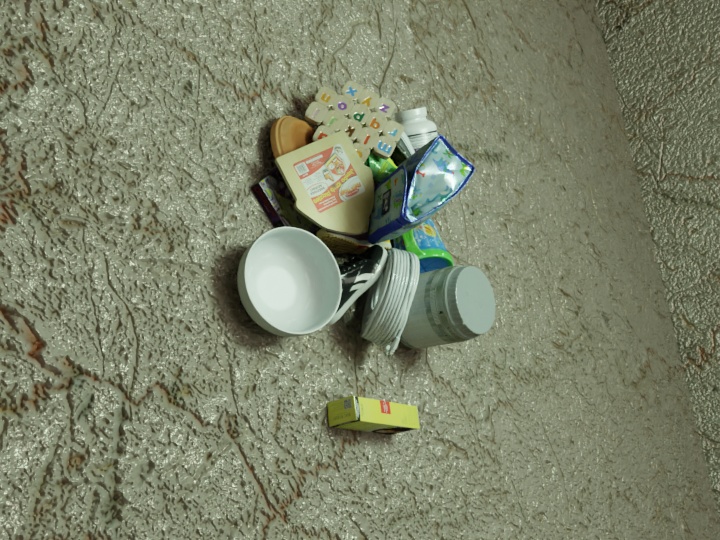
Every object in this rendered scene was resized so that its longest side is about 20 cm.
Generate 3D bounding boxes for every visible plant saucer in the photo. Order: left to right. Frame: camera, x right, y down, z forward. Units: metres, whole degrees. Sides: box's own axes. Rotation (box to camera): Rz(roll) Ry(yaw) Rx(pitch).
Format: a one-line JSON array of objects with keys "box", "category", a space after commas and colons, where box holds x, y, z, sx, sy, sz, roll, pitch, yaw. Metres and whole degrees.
[{"box": [-0.108, -0.228, 1.712, 0.200, 0.037, 0.201, 44, 34, -39], "category": "plant saucer"}]

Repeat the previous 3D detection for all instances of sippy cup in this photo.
[{"box": [0.131, -0.051, 1.897, 0.138, 0.178, 0.131, -2, 59, -18], "category": "sippy cup"}]

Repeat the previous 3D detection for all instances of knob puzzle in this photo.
[{"box": [-0.055, -0.157, 1.646, 0.218, 0.030, 0.222, 10, 69, -27], "category": "knob puzzle"}]

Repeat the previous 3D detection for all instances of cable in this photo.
[{"box": [0.057, 0.053, 1.698, 0.069, 0.202, 0.200, 17, 15, -8], "category": "cable"}]

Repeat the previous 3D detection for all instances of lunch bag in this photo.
[{"box": [0.102, -0.146, 1.649, 0.127, 0.170, 0.201, 40, 64, -9], "category": "lunch bag"}]

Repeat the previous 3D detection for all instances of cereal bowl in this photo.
[{"box": [-0.137, 0.026, 1.518, 0.199, 0.083, 0.202, 11, 70, -31], "category": "cereal bowl"}]

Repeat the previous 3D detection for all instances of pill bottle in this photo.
[{"box": [0.133, -0.279, 1.983, 0.112, 0.112, 0.202, -24, 106, -54], "category": "pill bottle"}]

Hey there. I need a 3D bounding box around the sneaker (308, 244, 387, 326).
[{"box": [-0.037, 0.001, 1.630, 0.200, 0.073, 0.112, -50, 120, -17], "category": "sneaker"}]

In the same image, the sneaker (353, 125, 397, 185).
[{"box": [0.035, -0.210, 1.774, 0.083, 0.074, 0.201, -28, 83, -33], "category": "sneaker"}]

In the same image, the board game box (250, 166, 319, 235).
[{"box": [-0.128, -0.108, 1.665, 0.201, 0.032, 0.120, 59, 33, -14], "category": "board game box"}]

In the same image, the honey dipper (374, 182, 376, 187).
[{"box": [0.050, -0.240, 1.955, 0.038, 0.038, 0.200, 54, 35, -20], "category": "honey dipper"}]

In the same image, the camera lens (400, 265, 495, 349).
[{"box": [0.169, 0.080, 1.803, 0.159, 0.199, 0.162, 17, 67, -44], "category": "camera lens"}]

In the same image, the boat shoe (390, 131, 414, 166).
[{"box": [0.104, -0.214, 1.823, 0.057, 0.068, 0.201, -38, 98, -45], "category": "boat shoe"}]

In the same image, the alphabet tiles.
[{"box": [-0.012, -0.309, 1.753, 0.199, 0.015, 0.197, 27, 57, -1], "category": "alphabet tiles"}]

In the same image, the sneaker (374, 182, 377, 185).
[{"box": [0.042, -0.226, 1.843, 0.199, 0.078, 0.116, 28, 43, -27], "category": "sneaker"}]

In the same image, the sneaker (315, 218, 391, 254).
[{"box": [-0.018, -0.087, 1.705, 0.199, 0.075, 0.091, 9, 70, -49], "category": "sneaker"}]

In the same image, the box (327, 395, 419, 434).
[{"box": [0.028, 0.285, 1.636, 0.199, 0.075, 0.051, 19, 58, -46], "category": "box"}]
